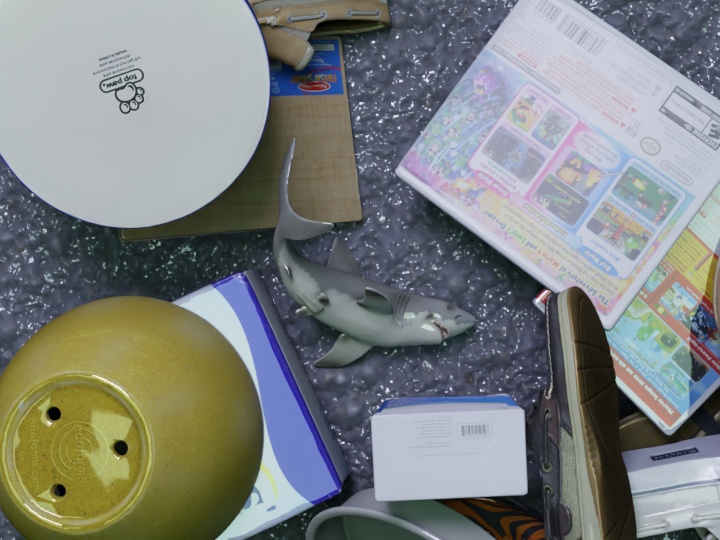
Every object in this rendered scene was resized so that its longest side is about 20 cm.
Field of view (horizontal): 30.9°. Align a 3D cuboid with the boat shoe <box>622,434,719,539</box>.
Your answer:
[{"bbox_3d":[0.257,0.164,0.954,0.198,0.071,0.070,-10,98,0],"label":"boat shoe"}]

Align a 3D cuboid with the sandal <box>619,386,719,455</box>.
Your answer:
[{"bbox_3d":[0.244,0.119,1.011,0.200,0.054,0.080,-42,98,-2],"label":"sandal"}]

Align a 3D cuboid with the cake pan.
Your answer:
[{"bbox_3d":[0.051,0.234,0.964,0.200,0.201,0.037,37,55,4],"label":"cake pan"}]

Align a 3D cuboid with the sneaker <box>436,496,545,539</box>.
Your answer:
[{"bbox_3d":[0.126,0.219,0.984,0.198,0.112,0.078,10,89,3],"label":"sneaker"}]

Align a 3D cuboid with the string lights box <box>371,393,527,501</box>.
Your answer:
[{"bbox_3d":[0.064,0.123,0.946,0.102,0.200,0.060,-3,87,4],"label":"string lights box"}]

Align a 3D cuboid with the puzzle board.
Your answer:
[{"bbox_3d":[-0.099,-0.105,1.014,0.199,0.017,0.152,-6,87,-25],"label":"puzzle board"}]

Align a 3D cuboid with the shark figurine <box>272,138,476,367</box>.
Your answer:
[{"bbox_3d":[-0.021,-0.004,1.006,0.128,0.214,0.090,-25,45,30],"label":"shark figurine"}]

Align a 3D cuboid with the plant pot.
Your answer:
[{"bbox_3d":[-0.174,0.117,0.884,0.198,0.142,0.202,0,89,4],"label":"plant pot"}]

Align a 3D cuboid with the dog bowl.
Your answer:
[{"bbox_3d":[-0.161,-0.133,0.905,0.198,0.079,0.202,-2,104,-7],"label":"dog bowl"}]

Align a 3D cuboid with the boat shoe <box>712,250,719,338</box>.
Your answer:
[{"bbox_3d":[0.285,0.051,0.905,0.071,0.065,0.202,0,74,8],"label":"boat shoe"}]

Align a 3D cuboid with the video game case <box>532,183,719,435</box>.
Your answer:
[{"bbox_3d":[0.246,0.001,0.965,0.143,0.017,0.200,44,93,2],"label":"video game case"}]

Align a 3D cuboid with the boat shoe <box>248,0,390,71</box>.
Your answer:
[{"bbox_3d":[-0.059,-0.189,0.996,0.199,0.072,0.077,-22,93,-25],"label":"boat shoe"}]

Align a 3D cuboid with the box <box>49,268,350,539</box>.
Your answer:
[{"bbox_3d":[-0.134,0.121,1.006,0.199,0.105,0.185,-25,88,2],"label":"box"}]

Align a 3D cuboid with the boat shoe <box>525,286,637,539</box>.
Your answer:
[{"bbox_3d":[0.144,0.113,0.909,0.064,0.073,0.202,-12,78,32],"label":"boat shoe"}]

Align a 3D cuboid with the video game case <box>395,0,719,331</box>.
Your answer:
[{"bbox_3d":[0.156,-0.087,0.960,0.200,0.024,0.183,37,92,11],"label":"video game case"}]
